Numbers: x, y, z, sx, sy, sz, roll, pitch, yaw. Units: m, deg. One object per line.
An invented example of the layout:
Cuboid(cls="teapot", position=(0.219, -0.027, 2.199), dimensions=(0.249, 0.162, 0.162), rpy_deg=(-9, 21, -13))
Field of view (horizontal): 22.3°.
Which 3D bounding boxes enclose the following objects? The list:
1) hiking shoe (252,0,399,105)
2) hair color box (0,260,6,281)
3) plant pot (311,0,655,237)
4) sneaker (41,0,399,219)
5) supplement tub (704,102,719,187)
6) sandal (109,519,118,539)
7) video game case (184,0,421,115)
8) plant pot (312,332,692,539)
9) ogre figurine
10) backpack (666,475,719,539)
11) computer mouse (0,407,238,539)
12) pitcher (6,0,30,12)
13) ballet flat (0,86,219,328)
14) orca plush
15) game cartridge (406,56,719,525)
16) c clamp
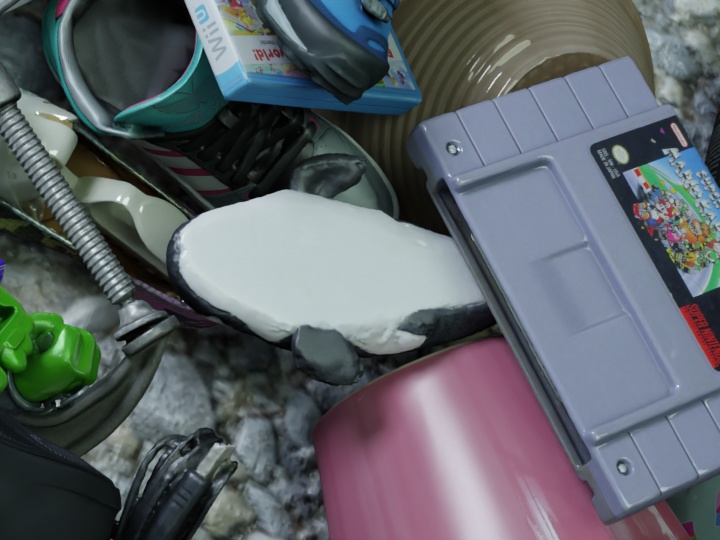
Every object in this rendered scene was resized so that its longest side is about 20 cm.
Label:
Cuboid(cls="hiking shoe", position=(-0.002, -0.165, 0.815), dimensions=(0.074, 0.087, 0.200), rpy_deg=(33, 40, -37))
Cuboid(cls="hair color box", position=(-0.219, 0.062, 0.635), dimensions=(0.109, 0.065, 0.200), rpy_deg=(29, 106, 5))
Cuboid(cls="plant pot", position=(0.082, -0.073, 0.936), dimensions=(0.200, 0.093, 0.201), rpy_deg=(-8, 108, -25))
Cuboid(cls="sneaker", position=(-0.066, -0.074, 0.847), dimensions=(0.200, 0.121, 0.084), rpy_deg=(33, 87, 0))
Cuboid(cls="supplement tub", position=(0.255, -0.034, 1.060), dimensions=(0.122, 0.122, 0.200), rpy_deg=(29, 65, -22))
Cuboid(cls="sandal", position=(-0.134, 0.132, 0.829), dimensions=(0.200, 0.048, 0.075), rpy_deg=(20, 68, -25))
Cuboid(cls="video game case", position=(-0.051, -0.166, 0.848), dimensions=(0.143, 0.018, 0.200), rpy_deg=(-2, 65, -57))
Cuboid(cls="plant pot", position=(0.067, 0.136, 0.877), dimensions=(0.200, 0.200, 0.179), rpy_deg=(-10, 68, -32))
Cuboid(cls="ogre figurine", position=(-0.220, 0.028, 0.754), dimensions=(0.200, 0.120, 0.098), rpy_deg=(-3, 71, -41))
Cuboid(cls="backpack", position=(0.235, 0.133, 0.951), dimensions=(0.126, 0.200, 0.167), rpy_deg=(15, 72, -48))
Cuboid(cls="computer mouse", position=(-0.144, 0.099, 0.727), dimensions=(0.200, 0.053, 0.139), rpy_deg=(33, 97, -42))
Cuboid(cls="pitcher", position=(-0.144, -0.199, 0.862), dimensions=(0.171, 0.121, 0.200), rpy_deg=(32, 54, -11))
Cuboid(cls="ballet flat", position=(-0.131, -0.037, 0.858), dimensions=(0.200, 0.071, 0.069), rpy_deg=(34, 69, -19))
Cuboid(cls="orca plush", position=(0.000, 0.000, 0.858), dimensions=(0.200, 0.071, 0.105), rpy_deg=(-15, 82, -25))
Cuboid(cls="game cartridge", position=(0.120, 0.002, 0.834), dimensions=(0.129, 0.038, 0.200), rpy_deg=(-21, 73, -21))
Cuboid(cls="c clamp", position=(-0.149, -0.016, 0.802), dimensions=(0.200, 0.171, 0.027), rpy_deg=(62, 17, -3))
